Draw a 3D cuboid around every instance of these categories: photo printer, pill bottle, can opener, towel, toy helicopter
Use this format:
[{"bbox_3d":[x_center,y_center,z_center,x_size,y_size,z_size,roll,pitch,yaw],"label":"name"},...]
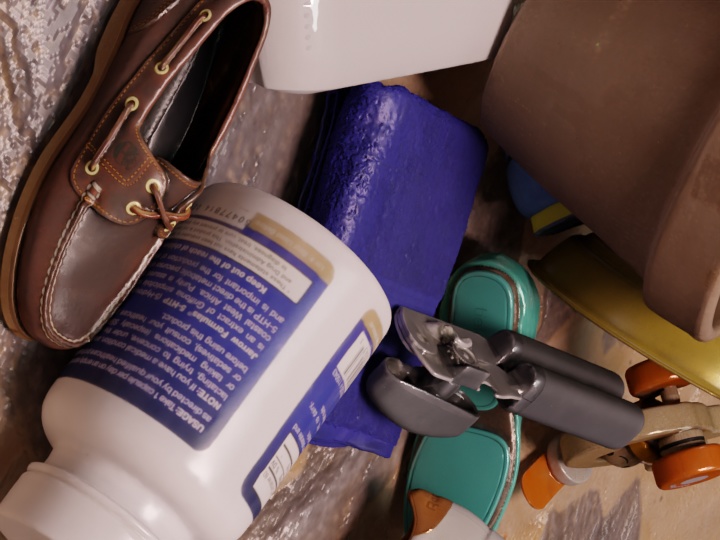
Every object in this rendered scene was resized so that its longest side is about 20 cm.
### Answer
[{"bbox_3d":[0.005,-0.178,1.278,0.200,0.069,0.167,-15,116,-50],"label":"photo printer"},{"bbox_3d":[-0.086,0.067,1.217,0.200,0.120,0.120,-54,141,-20],"label":"pill bottle"},{"bbox_3d":[0.080,0.071,1.419,0.067,0.053,0.200,-46,139,20],"label":"can opener"},{"bbox_3d":[0.000,0.000,1.374,0.148,0.050,0.200,23,86,-61],"label":"towel"},{"bbox_3d":[0.181,0.117,1.622,0.200,0.132,0.079,23,49,-69],"label":"toy helicopter"}]

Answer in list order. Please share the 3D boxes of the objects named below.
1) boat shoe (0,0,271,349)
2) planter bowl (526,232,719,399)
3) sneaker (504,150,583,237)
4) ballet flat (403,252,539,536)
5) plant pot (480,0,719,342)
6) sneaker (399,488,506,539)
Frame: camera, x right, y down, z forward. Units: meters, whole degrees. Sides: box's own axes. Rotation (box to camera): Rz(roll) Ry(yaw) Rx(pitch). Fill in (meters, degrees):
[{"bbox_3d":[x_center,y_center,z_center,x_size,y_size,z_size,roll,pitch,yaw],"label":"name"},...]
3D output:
[{"bbox_3d":[-0.106,-0.053,1.184,0.070,0.070,0.200,26,84,-55],"label":"boat shoe"},{"bbox_3d":[0.206,0.012,1.493,0.200,0.200,0.084,16,106,-55],"label":"planter bowl"},{"bbox_3d":[0.142,-0.069,1.515,0.200,0.066,0.079,-9,73,-65],"label":"sneaker"},{"bbox_3d":[0.074,0.084,1.492,0.070,0.067,0.200,-27,129,-65],"label":"ballet flat"},{"bbox_3d":[0.165,-0.086,1.360,0.200,0.174,0.200,-54,165,-22],"label":"plant pot"},{"bbox_3d":[-0.004,0.215,1.456,0.200,0.085,0.073,-52,-178,-2],"label":"sneaker"}]
